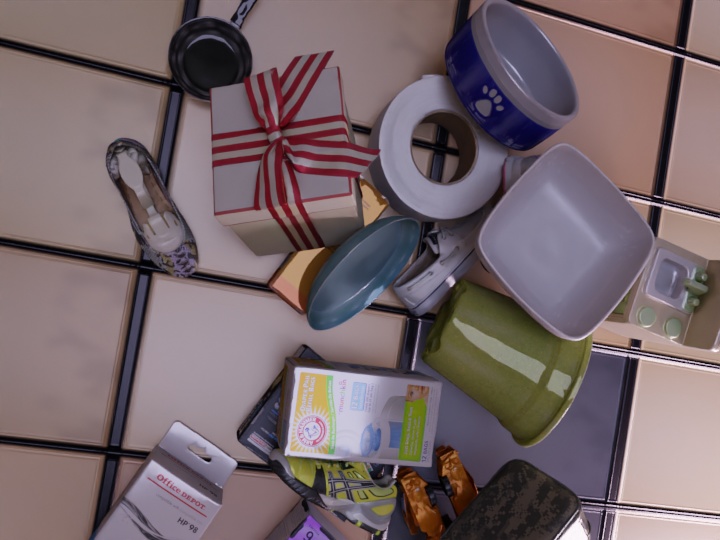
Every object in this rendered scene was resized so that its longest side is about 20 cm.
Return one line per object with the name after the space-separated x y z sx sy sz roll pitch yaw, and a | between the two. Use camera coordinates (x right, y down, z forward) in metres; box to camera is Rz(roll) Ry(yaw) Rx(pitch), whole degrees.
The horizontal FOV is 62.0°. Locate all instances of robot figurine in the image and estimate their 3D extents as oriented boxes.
0.133 0.375 0.894 0.143 0.058 0.203 -23 95 -11 | robot figurine

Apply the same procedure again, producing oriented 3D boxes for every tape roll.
0.112 -0.175 0.878 0.198 0.071 0.207 0 91 -12 | tape roll

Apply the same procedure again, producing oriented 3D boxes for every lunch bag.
0.217 0.394 0.819 0.199 0.138 0.169 -41 121 -19 | lunch bag

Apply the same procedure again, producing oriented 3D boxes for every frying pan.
-0.199 -0.326 0.826 0.113 0.031 0.194 10 85 -13 | frying pan

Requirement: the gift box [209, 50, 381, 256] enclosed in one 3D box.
-0.073 -0.139 0.738 0.196 0.187 0.188 -13 73 5 | gift box

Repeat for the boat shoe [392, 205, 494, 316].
0.124 -0.030 0.883 0.070 0.071 0.200 44 88 -19 | boat shoe

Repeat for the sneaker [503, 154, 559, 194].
0.299 -0.134 0.889 0.197 0.087 0.083 -12 101 -41 | sneaker

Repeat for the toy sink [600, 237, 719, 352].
0.430 0.031 0.887 0.110 0.200 0.133 20 87 -12 | toy sink

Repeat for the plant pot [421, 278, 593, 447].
0.193 0.112 0.851 0.182 0.200 0.203 28 84 -1 | plant pot

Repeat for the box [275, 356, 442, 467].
-0.006 0.184 0.791 0.196 0.101 0.115 9 87 -14 | box

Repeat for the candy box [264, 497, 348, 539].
-0.088 0.459 0.837 0.200 0.071 0.168 -46 100 -9 | candy box

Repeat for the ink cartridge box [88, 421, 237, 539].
-0.264 0.321 0.798 0.115 0.067 0.202 36 83 -10 | ink cartridge box

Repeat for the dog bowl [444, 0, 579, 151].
0.214 -0.274 0.845 0.197 0.079 0.204 21 53 -30 | dog bowl

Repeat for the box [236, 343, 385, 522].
-0.052 0.230 0.856 0.199 0.046 0.160 39 82 -11 | box

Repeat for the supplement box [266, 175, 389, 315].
-0.047 -0.038 0.846 0.066 0.069 0.201 39 84 -10 | supplement box

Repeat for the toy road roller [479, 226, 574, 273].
0.288 -0.003 0.895 0.196 0.123 0.149 -16 100 -12 | toy road roller

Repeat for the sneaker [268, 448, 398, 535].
-0.035 0.279 0.807 0.198 0.075 0.077 34 77 -22 | sneaker

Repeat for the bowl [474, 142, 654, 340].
0.254 -0.032 0.778 0.200 0.075 0.200 44 78 -3 | bowl

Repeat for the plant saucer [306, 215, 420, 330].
0.000 0.000 0.805 0.200 0.201 0.027 -42 69 -10 | plant saucer

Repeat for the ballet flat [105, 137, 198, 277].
-0.278 -0.081 0.791 0.071 0.072 0.203 -27 97 -11 | ballet flat
